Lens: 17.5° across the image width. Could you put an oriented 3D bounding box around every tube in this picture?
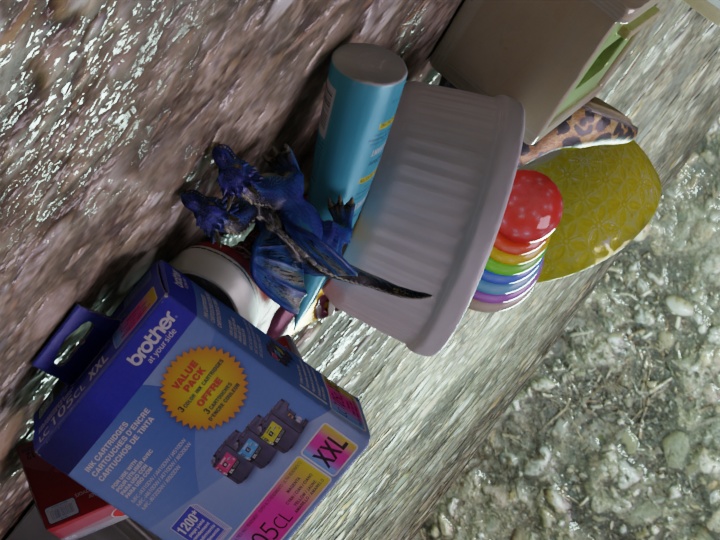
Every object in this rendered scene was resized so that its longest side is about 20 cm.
[{"bbox_3d":[-0.015,-0.057,1.567,0.077,0.050,0.200,-52,162,-51],"label":"tube"}]

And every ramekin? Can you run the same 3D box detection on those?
[{"bbox_3d":[0.040,-0.045,1.689,0.202,0.094,0.202,-161,-90,-82],"label":"ramekin"}]

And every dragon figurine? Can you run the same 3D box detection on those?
[{"bbox_3d":[-0.038,-0.015,1.497,0.059,0.200,0.099,-33,-153,23],"label":"dragon figurine"}]

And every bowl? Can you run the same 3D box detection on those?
[{"bbox_3d":[0.166,-0.090,2.150,0.200,0.200,0.108,-45,126,-28],"label":"bowl"}]

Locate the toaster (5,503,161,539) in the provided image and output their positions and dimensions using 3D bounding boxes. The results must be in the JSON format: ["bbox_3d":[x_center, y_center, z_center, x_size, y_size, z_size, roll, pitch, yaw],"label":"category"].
[{"bbox_3d":[-0.193,0.229,1.763,0.200,0.119,0.181,-51,171,9],"label":"toaster"}]

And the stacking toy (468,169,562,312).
[{"bbox_3d":[0.111,-0.032,1.764,0.085,0.085,0.200,-47,175,-16],"label":"stacking toy"}]

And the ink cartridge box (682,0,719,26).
[{"bbox_3d":[0.417,-0.368,2.393,0.165,0.075,0.200,-46,170,-30],"label":"ink cartridge box"}]

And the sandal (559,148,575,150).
[{"bbox_3d":[0.132,-0.154,1.974,0.200,0.079,0.087,12,81,-71],"label":"sandal"}]

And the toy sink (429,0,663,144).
[{"bbox_3d":[0.165,-0.212,1.741,0.130,0.112,0.200,-38,164,-52],"label":"toy sink"}]

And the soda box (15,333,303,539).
[{"bbox_3d":[-0.124,0.114,1.568,0.200,0.063,0.070,-22,165,-1],"label":"soda box"}]

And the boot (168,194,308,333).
[{"bbox_3d":[-0.072,-0.011,1.592,0.144,0.072,0.200,-55,172,-17],"label":"boot"}]

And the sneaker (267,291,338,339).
[{"bbox_3d":[0.000,0.000,1.855,0.200,0.090,0.075,-47,170,-18],"label":"sneaker"}]

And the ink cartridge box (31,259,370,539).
[{"bbox_3d":[-0.114,0.090,1.478,0.136,0.200,0.076,-51,-164,8],"label":"ink cartridge box"}]

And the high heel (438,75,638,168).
[{"bbox_3d":[0.123,-0.086,1.865,0.200,0.071,0.143,12,107,-32],"label":"high heel"}]
